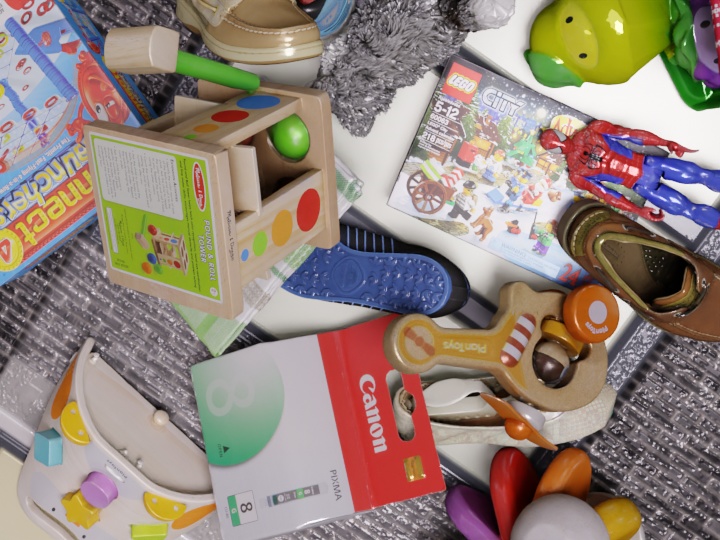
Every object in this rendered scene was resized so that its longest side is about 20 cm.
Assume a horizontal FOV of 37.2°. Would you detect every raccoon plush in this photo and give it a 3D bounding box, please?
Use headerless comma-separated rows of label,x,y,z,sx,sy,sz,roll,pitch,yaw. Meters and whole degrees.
raccoon plush,0.024,-0.168,0.826,0.096,0.200,0.135,33,91,-15

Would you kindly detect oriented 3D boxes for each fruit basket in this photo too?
fruit basket,0.226,-0.210,0.820,0.212,0.155,0.219,-1,94,-9

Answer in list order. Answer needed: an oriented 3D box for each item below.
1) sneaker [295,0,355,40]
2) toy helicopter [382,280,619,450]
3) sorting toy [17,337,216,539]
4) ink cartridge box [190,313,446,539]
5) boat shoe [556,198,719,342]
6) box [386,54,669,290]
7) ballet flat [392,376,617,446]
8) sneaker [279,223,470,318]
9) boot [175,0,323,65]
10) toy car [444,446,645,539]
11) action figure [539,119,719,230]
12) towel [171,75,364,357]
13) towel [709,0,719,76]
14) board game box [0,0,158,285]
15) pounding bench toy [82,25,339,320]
sneaker,-0.027,-0.288,0.851,0.077,0.090,0.203,4,100,6
toy helicopter,0.109,0.074,0.849,0.197,0.079,0.134,6,84,-22
sorting toy,-0.239,0.201,0.989,0.200,0.107,0.180,42,122,-3
ink cartridge box,-0.041,0.136,0.922,0.198,0.050,0.163,-19,75,21
boat shoe,0.248,0.014,0.868,0.198,0.068,0.073,24,102,-20
box,0.138,-0.079,0.902,0.198,0.038,0.138,24,103,1
ballet flat,0.123,0.117,0.924,0.197,0.068,0.063,-9,141,9
sneaker,0.000,0.000,0.923,0.198,0.078,0.071,18,93,26
boot,-0.088,-0.249,0.809,0.072,0.200,0.157,-10,120,-26
toy car,0.136,0.235,0.918,0.200,0.175,0.150,-45,63,13
action figure,0.236,-0.073,0.850,0.198,0.052,0.066,20,106,4
towel,-0.101,-0.046,0.922,0.200,0.031,0.149,-49,65,15
towel,0.297,-0.232,0.754,0.143,0.022,0.203,-6,87,-21
board game box,-0.293,-0.124,0.934,0.199,0.056,0.197,-35,96,12
pounding bench toy,-0.103,-0.098,0.793,0.123,0.156,0.202,14,122,30
